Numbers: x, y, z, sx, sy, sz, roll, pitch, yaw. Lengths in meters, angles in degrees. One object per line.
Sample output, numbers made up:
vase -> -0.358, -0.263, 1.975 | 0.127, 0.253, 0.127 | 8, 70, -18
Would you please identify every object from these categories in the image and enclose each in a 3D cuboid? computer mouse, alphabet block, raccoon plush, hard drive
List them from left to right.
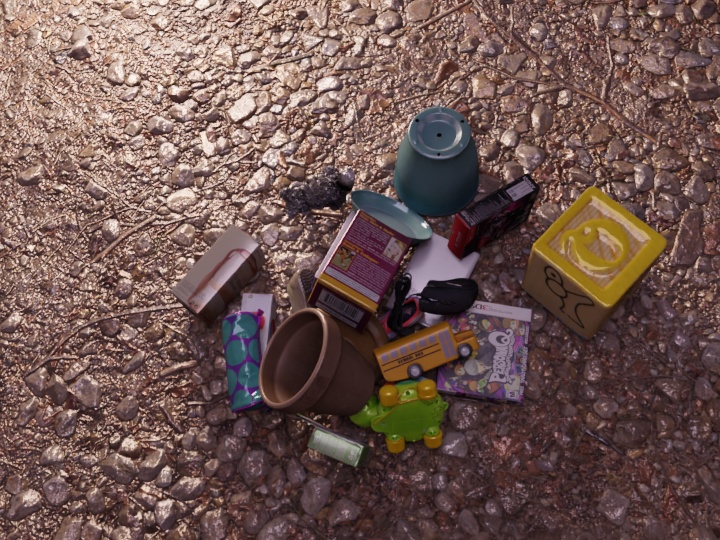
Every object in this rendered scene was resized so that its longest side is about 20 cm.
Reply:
raccoon plush -> -0.102, -0.184, 1.640 | 0.133, 0.200, 0.097 | -19, 77, -18
hard drive -> 0.158, 0.025, 1.614 | 0.131, 0.026, 0.201 | 25, 72, 14
computer mouse -> 0.150, 0.081, 1.490 | 0.198, 0.141, 0.046 | 5, 25, -27
alphabet block -> 0.465, -0.011, 1.508 | 0.195, 0.200, 0.196 | 40, 76, 18

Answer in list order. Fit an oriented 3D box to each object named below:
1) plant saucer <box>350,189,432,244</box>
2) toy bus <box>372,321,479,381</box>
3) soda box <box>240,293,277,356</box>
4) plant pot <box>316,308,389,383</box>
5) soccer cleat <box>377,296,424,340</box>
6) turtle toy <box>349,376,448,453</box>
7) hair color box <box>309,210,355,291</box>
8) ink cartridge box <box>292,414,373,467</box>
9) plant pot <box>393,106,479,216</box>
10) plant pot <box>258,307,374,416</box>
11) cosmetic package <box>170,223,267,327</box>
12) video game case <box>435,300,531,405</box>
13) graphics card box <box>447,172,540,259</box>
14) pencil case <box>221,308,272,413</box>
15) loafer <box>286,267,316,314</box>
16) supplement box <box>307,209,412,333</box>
plant saucer -> 0.061, -0.110, 1.617 | 0.199, 0.200, 0.036 | 35, 115, 17
toy bus -> 0.130, 0.159, 1.472 | 0.199, 0.065, 0.079 | -22, 91, -4
soda box -> -0.222, 0.152, 1.573 | 0.067, 0.064, 0.202 | 2, 68, 5
plant pot -> -0.040, 0.166, 1.515 | 0.198, 0.027, 0.202 | 1, 100, 6
soccer cleat -> 0.050, 0.122, 1.542 | 0.199, 0.076, 0.067 | -37, 73, 2
turtle toy -> 0.075, 0.275, 1.468 | 0.198, 0.101, 0.147 | -7, 111, 1
hair color box -> -0.017, -0.020, 1.591 | 0.109, 0.065, 0.201 | 28, 54, 1
ink cartridge box -> -0.079, 0.322, 1.444 | 0.199, 0.146, 0.048 | 20, 80, 13
plant pot -> 0.169, -0.252, 1.636 | 0.198, 0.188, 0.202 | -2, 65, 4
plant pot -> -0.068, 0.196, 1.415 | 0.200, 0.174, 0.201 | -34, 39, 33
cosmetic package -> -0.305, 0.012, 1.619 | 0.087, 0.103, 0.200 | 35, 76, 16
video game case -> 0.254, 0.164, 1.530 | 0.180, 0.036, 0.202 | 9, 72, 3
graphics card box -> 0.285, -0.115, 1.592 | 0.199, 0.126, 0.051 | -31, 65, -19
pencil case -> -0.225, 0.182, 1.481 | 0.092, 0.085, 0.202 | -19, 67, 14
loafer -> -0.106, 0.096, 1.585 | 0.075, 0.068, 0.202 | -5, 77, -39
supplement box -> 0.000, 0.000, 1.483 | 0.130, 0.103, 0.201 | 30, 56, 1
